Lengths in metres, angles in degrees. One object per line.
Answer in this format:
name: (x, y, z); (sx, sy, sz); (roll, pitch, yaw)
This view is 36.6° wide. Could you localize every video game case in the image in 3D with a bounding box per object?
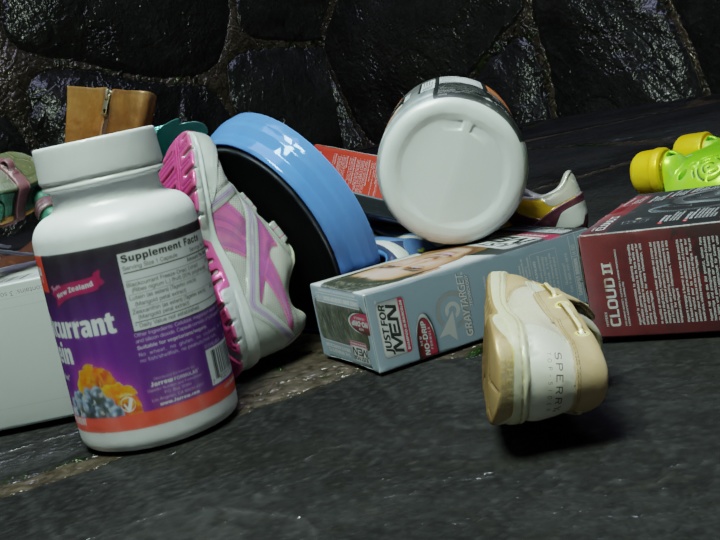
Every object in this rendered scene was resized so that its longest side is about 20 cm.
video game case: (-0.049, -0.063, 1.038); (0.142, 0.019, 0.199); (11, -3, -30)

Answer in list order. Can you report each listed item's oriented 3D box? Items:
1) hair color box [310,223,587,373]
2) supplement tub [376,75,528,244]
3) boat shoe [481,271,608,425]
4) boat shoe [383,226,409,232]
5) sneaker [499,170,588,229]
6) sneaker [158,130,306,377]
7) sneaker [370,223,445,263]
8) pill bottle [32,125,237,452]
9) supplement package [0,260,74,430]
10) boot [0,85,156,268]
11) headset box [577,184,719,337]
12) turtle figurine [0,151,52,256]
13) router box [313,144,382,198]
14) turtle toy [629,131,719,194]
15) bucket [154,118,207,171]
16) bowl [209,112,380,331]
hair color box: (0.073, 0.016, 0.840); (0.199, 0.061, 0.099); (-17, 10, -24)
supplement tub: (0.078, -0.101, 0.936); (0.121, 0.124, 0.200); (-10, 13, 7)
boat shoe: (0.106, 0.045, 0.632); (0.068, 0.074, 0.200); (1, 12, 5)
boat shoe: (-0.010, -0.039, 1.278); (0.199, 0.075, 0.073); (7, 9, 38)
sneaker: (0.118, -0.044, 1.046); (0.198, 0.091, 0.075); (-8, 9, 15)
sneaker: (-0.104, -0.016, 0.872); (0.088, 0.202, 0.081); (-11, -9, -39)
sneaker: (0.000, 0.000, 0.995); (0.082, 0.075, 0.199); (-21, 12, -36)
pill bottle: (-0.156, 0.009, 0.733); (0.110, 0.202, 0.111); (-11, 9, 2)
supplement package: (-0.251, 0.051, 0.880); (0.198, 0.112, 0.156); (-12, 9, 3)
boot: (-0.278, -0.073, 1.013); (0.187, 0.202, 0.068); (4, 0, 33)
headset box: (0.250, -0.013, 0.743); (0.199, 0.078, 0.149); (-7, 10, 31)
turtle figurine: (-0.288, -0.043, 0.870); (0.149, 0.102, 0.200); (-7, 16, 32)
router box: (0.070, -0.083, 1.168); (0.199, 0.049, 0.179); (11, 5, -32)
turtle toy: (0.323, -0.066, 0.890); (0.145, 0.102, 0.199); (-3, 12, 44)
bucket: (-0.210, -0.041, 1.122); (0.134, 0.209, 0.207); (-16, 6, 29)
bowl: (-0.068, -0.035, 0.921); (0.039, 0.202, 0.200); (-39, 23, -30)
